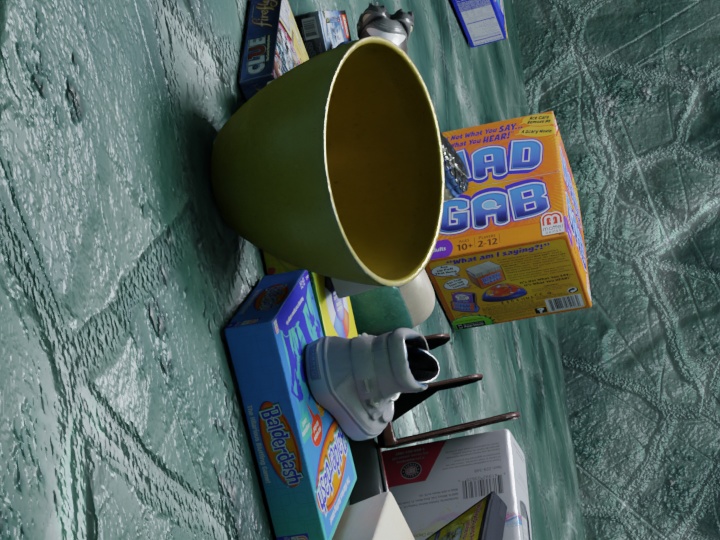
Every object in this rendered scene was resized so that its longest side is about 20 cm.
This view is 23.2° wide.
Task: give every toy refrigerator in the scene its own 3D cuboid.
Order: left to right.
[{"bbox_3d":[-0.019,-0.083,1.557,0.076,0.070,0.201,-52,125,-75],"label":"toy refrigerator"},{"bbox_3d":[-0.008,0.264,1.443,0.070,0.076,0.200,63,15,-12],"label":"toy refrigerator"}]

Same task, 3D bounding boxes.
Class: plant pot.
[{"bbox_3d":[-0.037,-0.082,1.439,0.200,0.141,0.202,13,75,-58],"label":"plant pot"}]

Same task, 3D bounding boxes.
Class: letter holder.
[{"bbox_3d":[0.080,0.117,1.760,0.200,0.141,0.101,99,-20,-84],"label":"letter holder"}]

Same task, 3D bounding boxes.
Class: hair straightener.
[{"bbox_3d":[-0.003,0.147,1.698,0.077,0.041,0.201,52,30,-66],"label":"hair straightener"}]

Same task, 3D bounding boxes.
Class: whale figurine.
[{"bbox_3d":[0.000,0.000,1.757,0.160,0.103,0.200,64,-7,-16],"label":"whale figurine"}]

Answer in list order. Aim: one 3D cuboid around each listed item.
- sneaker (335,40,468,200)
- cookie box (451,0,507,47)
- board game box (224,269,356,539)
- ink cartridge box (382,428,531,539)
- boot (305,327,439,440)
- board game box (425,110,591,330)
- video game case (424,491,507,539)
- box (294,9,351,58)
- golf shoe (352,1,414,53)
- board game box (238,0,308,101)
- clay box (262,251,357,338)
[{"bbox_3d":[0.023,-0.142,1.803,0.200,0.085,0.077,54,20,-9],"label":"sneaker"},{"bbox_3d":[0.199,-0.518,3.082,0.200,0.075,0.172,54,27,-65],"label":"cookie box"},{"bbox_3d":[-0.056,0.117,1.475,0.152,0.045,0.201,-62,141,-71],"label":"board game box"},{"bbox_3d":[0.103,0.281,1.825,0.086,0.147,0.201,57,27,-58],"label":"ink cartridge box"},{"bbox_3d":[0.024,0.099,1.518,0.200,0.095,0.074,43,39,-70],"label":"boot"},{"bbox_3d":[0.195,-0.065,2.400,0.200,0.199,0.201,61,22,-56],"label":"board game box"},{"bbox_3d":[0.044,0.286,1.494,0.026,0.180,0.200,49,18,-8],"label":"video game case"},{"bbox_3d":[-0.027,-0.174,1.855,0.137,0.040,0.201,-35,114,-76],"label":"box"},{"bbox_3d":[0.014,-0.217,1.970,0.200,0.077,0.095,96,2,-70],"label":"golf shoe"},{"bbox_3d":[-0.065,-0.148,1.675,0.136,0.034,0.201,-87,162,-47],"label":"board game box"},{"bbox_3d":[-0.040,0.041,1.600,0.115,0.047,0.201,-40,117,-75],"label":"clay box"}]
